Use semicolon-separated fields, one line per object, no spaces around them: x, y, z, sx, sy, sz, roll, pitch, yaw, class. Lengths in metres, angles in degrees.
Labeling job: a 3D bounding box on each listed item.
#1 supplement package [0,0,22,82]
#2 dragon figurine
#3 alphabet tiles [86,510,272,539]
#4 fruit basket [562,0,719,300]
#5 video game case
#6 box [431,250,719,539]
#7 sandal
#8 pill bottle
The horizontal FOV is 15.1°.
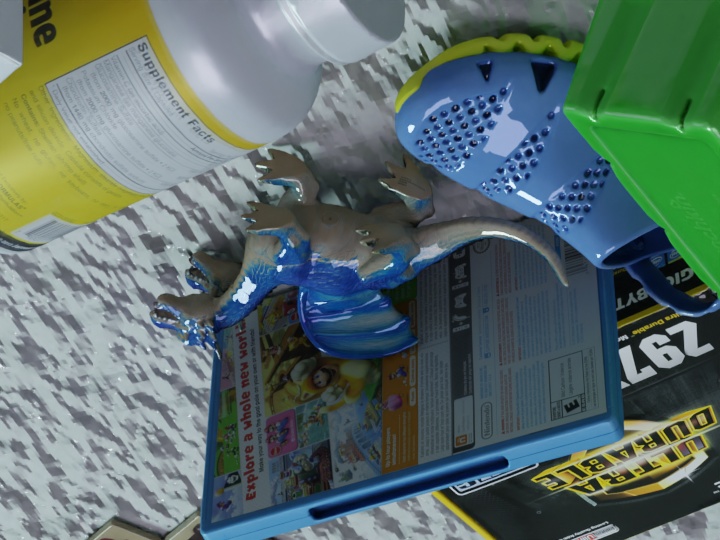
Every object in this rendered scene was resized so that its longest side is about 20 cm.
-0.246;-0.109;1.040;0.150;0.152;0.200;26;132;-34;supplement package
0.000;0.000;1.250;0.199;0.059;0.100;3;141;9;dragon figurine
-0.108;0.200;1.537;0.166;0.006;0.200;25;133;-29;alphabet tiles
0.212;-0.087;1.129;0.215;0.216;0.155;33;167;-35;fruit basket
0.022;0.047;1.252;0.199;0.144;0.018;-17;132;17;video game case
0.127;0.068;1.360;0.199;0.050;0.160;-24;134;24;box
0.106;-0.039;1.199;0.199;0.087;0.080;18;138;-20;sandal
-0.087;-0.091;1.105;0.199;0.112;0.112;-23;136;23;pill bottle
